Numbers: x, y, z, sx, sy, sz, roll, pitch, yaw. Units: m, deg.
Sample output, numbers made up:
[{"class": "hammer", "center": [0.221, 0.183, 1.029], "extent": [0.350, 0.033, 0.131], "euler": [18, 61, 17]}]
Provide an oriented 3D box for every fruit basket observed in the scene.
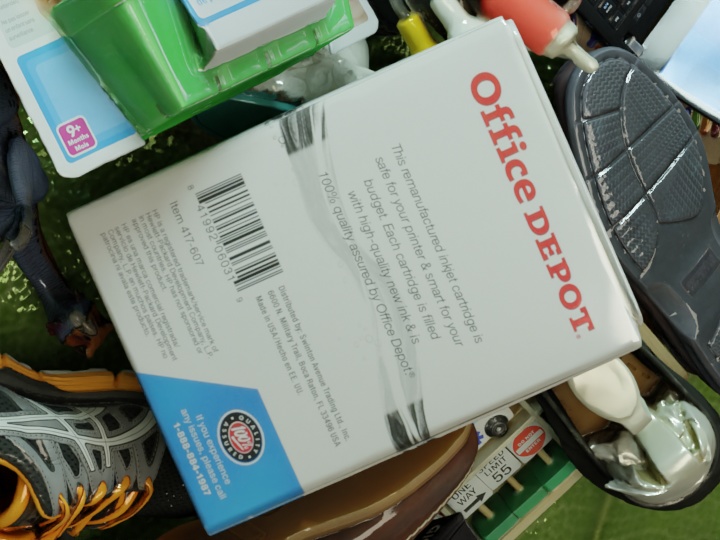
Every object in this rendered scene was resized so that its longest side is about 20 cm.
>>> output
[{"class": "fruit basket", "center": [-0.092, -0.159, 0.963], "extent": [0.185, 0.093, 0.201], "euler": [-29, 99, -41]}]

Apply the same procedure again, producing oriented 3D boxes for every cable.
[{"class": "cable", "center": [0.021, -0.140, 1.044], "extent": [0.200, 0.050, 0.097], "euler": [42, 110, -14]}]

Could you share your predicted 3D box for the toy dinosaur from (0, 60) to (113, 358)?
[{"class": "toy dinosaur", "center": [-0.149, -0.052, 1.002], "extent": [0.181, 0.105, 0.201], "euler": [44, 69, -49]}]

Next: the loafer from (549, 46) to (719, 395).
[{"class": "loafer", "center": [0.138, -0.018, 1.145], "extent": [0.072, 0.063, 0.201], "euler": [-42, 114, -21]}]

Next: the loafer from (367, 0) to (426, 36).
[{"class": "loafer", "center": [0.032, -0.202, 1.072], "extent": [0.071, 0.063, 0.202], "euler": [7, 100, -29]}]

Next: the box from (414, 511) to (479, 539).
[{"class": "box", "center": [0.037, 0.250, 1.089], "extent": [0.199, 0.050, 0.201], "euler": [-46, 109, -38]}]

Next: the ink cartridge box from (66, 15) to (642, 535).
[{"class": "ink cartridge box", "center": [0.000, 0.000, 1.001], "extent": [0.199, 0.084, 0.147], "euler": [-23, 93, 3]}]

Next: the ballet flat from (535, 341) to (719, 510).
[{"class": "ballet flat", "center": [0.120, 0.067, 1.111], "extent": [0.068, 0.068, 0.200], "euler": [-43, 127, 6]}]

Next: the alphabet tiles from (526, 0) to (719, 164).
[{"class": "alphabet tiles", "center": [0.139, -0.142, 1.141], "extent": [0.199, 0.008, 0.168], "euler": [9, 99, -31]}]

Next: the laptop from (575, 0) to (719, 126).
[{"class": "laptop", "center": [0.184, -0.170, 1.092], "extent": [0.200, 0.103, 0.178], "euler": [42, 81, -37]}]

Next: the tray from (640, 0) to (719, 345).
[{"class": "tray", "center": [0.129, -0.029, 1.191], "extent": [0.098, 0.037, 0.201], "euler": [27, 90, -32]}]

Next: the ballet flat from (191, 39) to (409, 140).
[{"class": "ballet flat", "center": [0.005, -0.072, 1.102], "extent": [0.199, 0.072, 0.072], "euler": [20, 93, -34]}]

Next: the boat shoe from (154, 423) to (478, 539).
[{"class": "boat shoe", "center": [-0.029, 0.125, 1.069], "extent": [0.199, 0.070, 0.071], "euler": [-32, 128, -16]}]

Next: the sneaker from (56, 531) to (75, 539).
[{"class": "sneaker", "center": [-0.174, 0.191, 1.057], "extent": [0.099, 0.071, 0.202], "euler": [8, 95, -26]}]

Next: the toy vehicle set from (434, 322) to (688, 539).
[{"class": "toy vehicle set", "center": [0.049, 0.078, 1.145], "extent": [0.200, 0.027, 0.124], "euler": [-43, 126, 4]}]

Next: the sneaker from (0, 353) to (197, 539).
[{"class": "sneaker", "center": [-0.136, 0.085, 1.026], "extent": [0.199, 0.078, 0.078], "euler": [16, 134, -38]}]
